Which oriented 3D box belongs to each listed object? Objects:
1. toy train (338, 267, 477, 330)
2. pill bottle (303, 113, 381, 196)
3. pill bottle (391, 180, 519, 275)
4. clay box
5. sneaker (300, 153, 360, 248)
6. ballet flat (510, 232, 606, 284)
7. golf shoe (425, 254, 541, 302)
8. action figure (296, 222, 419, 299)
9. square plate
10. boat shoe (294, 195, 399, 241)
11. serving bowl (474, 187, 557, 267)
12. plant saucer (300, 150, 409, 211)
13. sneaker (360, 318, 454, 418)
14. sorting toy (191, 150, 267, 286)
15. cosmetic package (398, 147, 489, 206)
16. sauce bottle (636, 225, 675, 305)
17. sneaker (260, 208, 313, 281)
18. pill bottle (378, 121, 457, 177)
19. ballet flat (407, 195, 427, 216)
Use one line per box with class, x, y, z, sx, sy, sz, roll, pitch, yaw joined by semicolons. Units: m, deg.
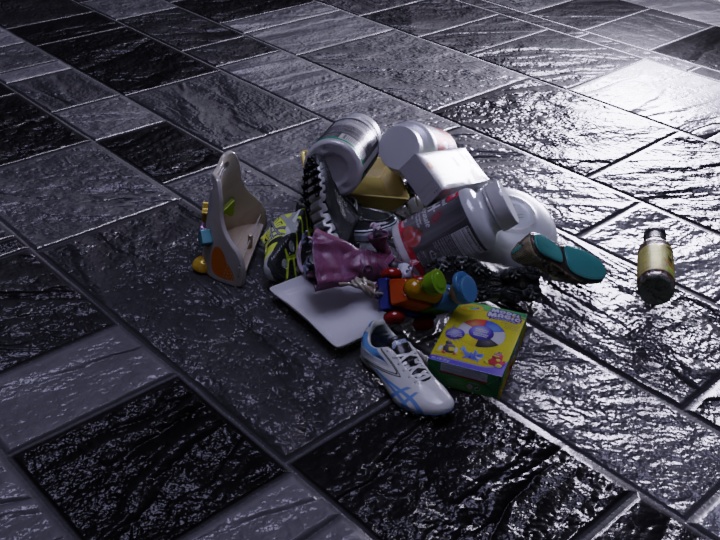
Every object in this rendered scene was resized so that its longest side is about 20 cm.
toy train;0.076;0.028;1.398;0.115;0.085;0.199;-19;-23;40
pill bottle;-0.027;-0.224;1.767;0.112;0.114;0.200;9;27;12
pill bottle;0.162;-0.070;1.575;0.199;0.111;0.111;-27;28;16
clay box;0.184;0.109;1.429;0.114;0.048;0.200;12;34;16
sneaker;-0.049;-0.111;1.671;0.090;0.202;0.066;-7;-7;-37
ballet flat;0.332;-0.014;1.595;0.199;0.075;0.068;17;56;-36
golf shoe;0.198;0.020;1.552;0.198;0.079;0.094;10;-2;-8
action figure;0.000;0.000;1.526;0.198;0.135;0.149;7;-13;-15
square plate;-0.016;0.052;1.528;0.197;0.029;0.200;-21;38;-31
boat shoe;-0.026;-0.101;1.730;0.198;0.071;0.072;0;32;-3
serving bowl;0.263;-0.081;1.667;0.198;0.066;0.201;6;48;-6
plant saucer;-0.017;-0.171;1.844;0.198;0.049;0.200;4;29;-11
sneaker;0.064;0.142;1.348;0.071;0.073;0.200;-16;38;-30
sorting toy;-0.233;-0.104;1.620;0.106;0.181;0.201;5;31;4
cosmetic package;0.152;-0.170;1.657;0.083;0.051;0.200;52;31;12
sauce bottle;0.517;-0.017;1.634;0.064;0.065;0.200;9;34;11
sneaker;-0.139;-0.037;1.640;0.076;0.076;0.200;-11;25;19
pill bottle;0.112;-0.235;1.851;0.111;0.113;0.200;17;9;23
ballet flat;0.122;-0.130;1.729;0.067;0.067;0.201;-20;43;46
